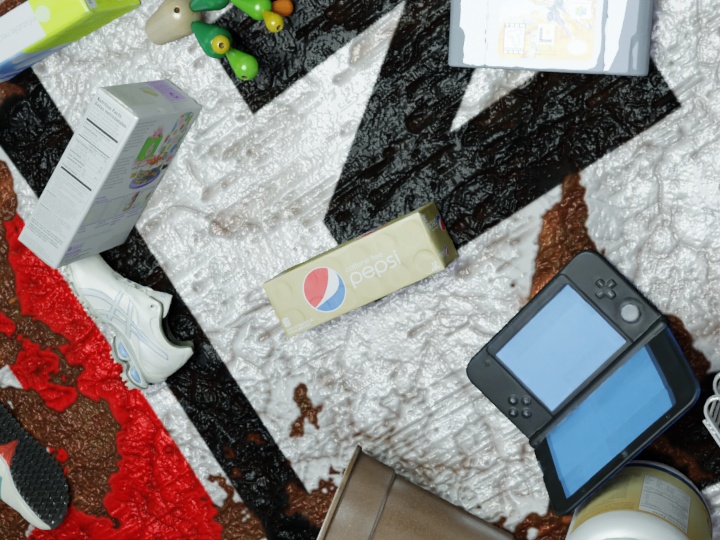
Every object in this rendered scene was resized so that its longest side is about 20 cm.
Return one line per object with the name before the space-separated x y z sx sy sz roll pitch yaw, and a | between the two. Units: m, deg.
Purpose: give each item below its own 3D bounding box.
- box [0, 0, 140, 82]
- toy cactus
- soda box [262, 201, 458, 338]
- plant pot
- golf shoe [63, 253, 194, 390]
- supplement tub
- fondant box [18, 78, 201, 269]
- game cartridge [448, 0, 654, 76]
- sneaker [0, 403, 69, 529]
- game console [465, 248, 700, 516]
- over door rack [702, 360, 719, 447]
box | -0.352 -0.261 1.280 0.199 0.122 0.048 -23 99 22
toy cactus | -0.163 -0.289 1.240 0.165 0.102 0.201 -20 99 41
soda box | 0.000 0.000 1.256 0.199 0.064 0.068 -24 94 23
plant pot | 0.050 0.316 1.256 0.197 0.200 0.201 21 109 4
golf shoe | -0.266 0.035 1.358 0.097 0.078 0.201 -28 100 11
supplement tub | 0.271 0.287 1.158 0.144 0.200 0.145 5 105 18
fondant box | -0.271 -0.108 1.278 0.058 0.144 0.200 38 112 8
game cartridge | 0.185 -0.262 1.146 0.199 0.042 0.134 6 109 18
sneaker | -0.448 0.248 1.475 0.200 0.070 0.093 50 130 0
game console | 0.215 0.110 1.180 0.171 0.118 0.200 44 112 4
over door rack | 0.397 0.184 1.121 0.066 0.148 0.201 -22 95 27
